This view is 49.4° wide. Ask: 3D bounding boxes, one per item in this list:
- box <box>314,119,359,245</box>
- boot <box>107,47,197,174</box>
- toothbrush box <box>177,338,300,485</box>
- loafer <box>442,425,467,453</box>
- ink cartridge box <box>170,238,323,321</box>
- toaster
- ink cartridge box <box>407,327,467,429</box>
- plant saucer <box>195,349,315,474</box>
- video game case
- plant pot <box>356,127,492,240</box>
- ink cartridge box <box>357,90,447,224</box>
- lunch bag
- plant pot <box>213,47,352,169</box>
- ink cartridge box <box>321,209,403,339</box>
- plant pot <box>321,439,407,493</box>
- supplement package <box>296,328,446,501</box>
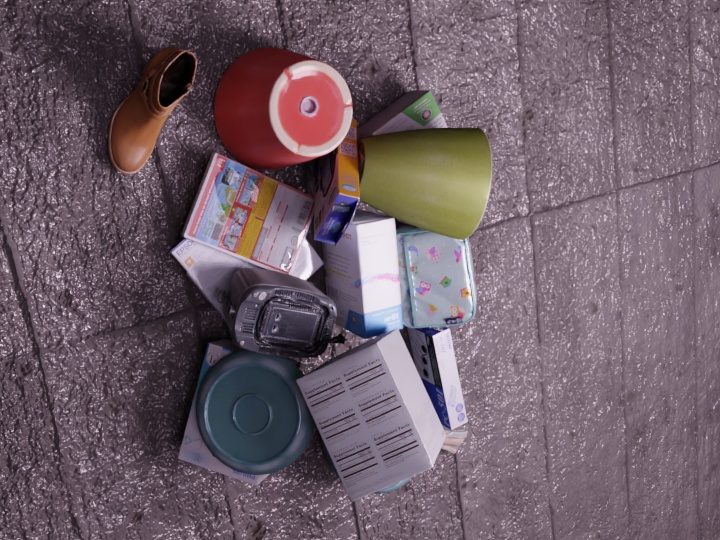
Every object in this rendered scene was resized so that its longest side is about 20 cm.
[{"bbox_3d":[-0.041,-0.140,1.276,0.041,0.119,0.201,13,50,-17],"label":"box"},{"bbox_3d":[-0.301,-0.232,1.148,0.076,0.155,0.201,29,86,-31],"label":"boot"},{"bbox_3d":[-0.200,0.231,1.300,0.145,0.085,0.202,17,94,10],"label":"toothbrush box"},{"bbox_3d":[0.129,0.335,1.559,0.199,0.072,0.063,11,102,-34],"label":"loafer"},{"bbox_3d":[-0.190,-0.023,1.320,0.196,0.043,0.201,-43,114,-16],"label":"ink cartridge box"},{"bbox_3d":[-0.128,0.066,1.263,0.198,0.129,0.115,10,105,-27],"label":"toaster"},{"bbox_3d":[0.150,0.200,1.526,0.044,0.094,0.202,-21,110,-24],"label":"ink cartridge box"},{"bbox_3d":[-0.169,0.226,1.238,0.198,0.027,0.202,0,91,8],"label":"plant saucer"},{"bbox_3d":[-0.177,-0.088,1.283,0.199,0.017,0.144,22,87,-30],"label":"video game case"},{"bbox_3d":[0.087,-0.155,1.291,0.198,0.187,0.189,6,97,-15],"label":"plant pot"},{"bbox_3d":[0.098,-0.202,1.421,0.146,0.084,0.201,-39,116,-17],"label":"ink cartridge box"},{"bbox_3d":[0.131,0.012,1.452,0.159,0.077,0.202,-6,104,11],"label":"lunch bag"},{"bbox_3d":[-0.114,-0.256,1.238,0.199,0.177,0.203,-6,102,-28],"label":"plant pot"},{"bbox_3d":[0.000,0.000,1.371,0.084,0.144,0.202,-13,106,-26],"label":"ink cartridge box"},{"bbox_3d":[0.031,0.323,1.421,0.198,0.135,0.202,-2,104,-6],"label":"plant pot"},{"bbox_3d":[0.023,0.221,1.243,0.146,0.191,0.201,-25,87,12],"label":"supplement package"}]
